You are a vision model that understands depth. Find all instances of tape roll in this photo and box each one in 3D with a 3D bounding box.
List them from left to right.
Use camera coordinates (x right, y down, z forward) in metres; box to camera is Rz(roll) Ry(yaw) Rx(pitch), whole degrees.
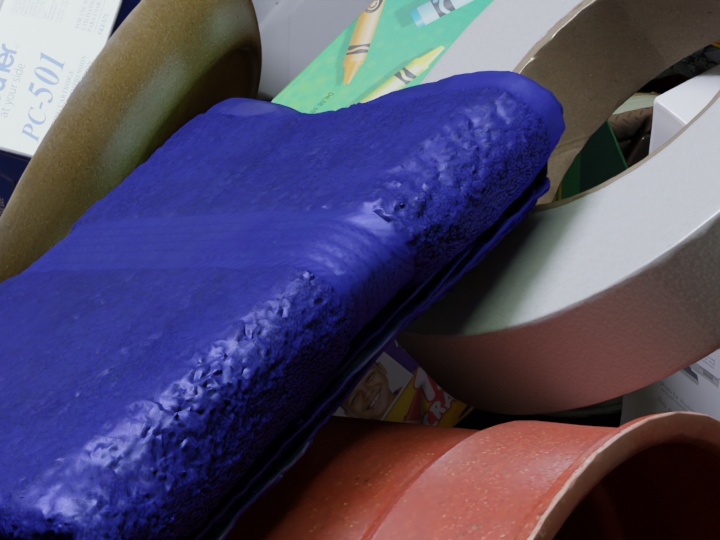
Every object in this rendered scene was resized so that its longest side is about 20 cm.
[{"bbox_3d":[0.084,-0.047,0.713,0.202,0.037,0.203,-34,27,20],"label":"tape roll"}]

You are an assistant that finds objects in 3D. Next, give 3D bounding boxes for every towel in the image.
[{"bbox_3d":[-0.048,0.020,0.657,0.147,0.050,0.200,-3,32,47],"label":"towel"}]

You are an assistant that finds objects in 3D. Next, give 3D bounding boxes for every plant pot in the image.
[{"bbox_3d":[-0.084,-0.016,0.868,0.027,0.201,0.200,28,45,7],"label":"plant pot"},{"bbox_3d":[-0.011,0.122,0.678,0.194,0.202,0.201,9,39,33],"label":"plant pot"}]

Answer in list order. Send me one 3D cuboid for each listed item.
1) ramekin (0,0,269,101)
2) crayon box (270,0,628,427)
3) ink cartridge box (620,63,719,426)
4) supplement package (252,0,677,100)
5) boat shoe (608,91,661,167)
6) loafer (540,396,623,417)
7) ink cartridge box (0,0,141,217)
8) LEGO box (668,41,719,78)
[{"bbox_3d":[-0.104,-0.108,1.058,0.199,0.098,0.201,-5,37,4],"label":"ramekin"},{"bbox_3d":[0.000,0.000,0.838,0.200,0.119,0.058,-46,44,-18],"label":"crayon box"},{"bbox_3d":[0.153,-0.017,0.804,0.116,0.201,0.067,-28,52,-26],"label":"ink cartridge box"},{"bbox_3d":[0.046,-0.134,0.985,0.119,0.122,0.199,11,16,35],"label":"supplement package"},{"bbox_3d":[0.036,-0.034,0.974,0.198,0.072,0.076,-7,24,-16],"label":"boat shoe"},{"bbox_3d":[0.133,-0.009,0.911,0.199,0.070,0.070,-27,41,-23],"label":"loafer"},{"bbox_3d":[-0.099,-0.106,0.915,0.044,0.094,0.201,14,63,2],"label":"ink cartridge box"},{"bbox_3d":[0.178,-0.144,0.906,0.148,0.077,0.201,23,47,-5],"label":"LEGO box"}]
